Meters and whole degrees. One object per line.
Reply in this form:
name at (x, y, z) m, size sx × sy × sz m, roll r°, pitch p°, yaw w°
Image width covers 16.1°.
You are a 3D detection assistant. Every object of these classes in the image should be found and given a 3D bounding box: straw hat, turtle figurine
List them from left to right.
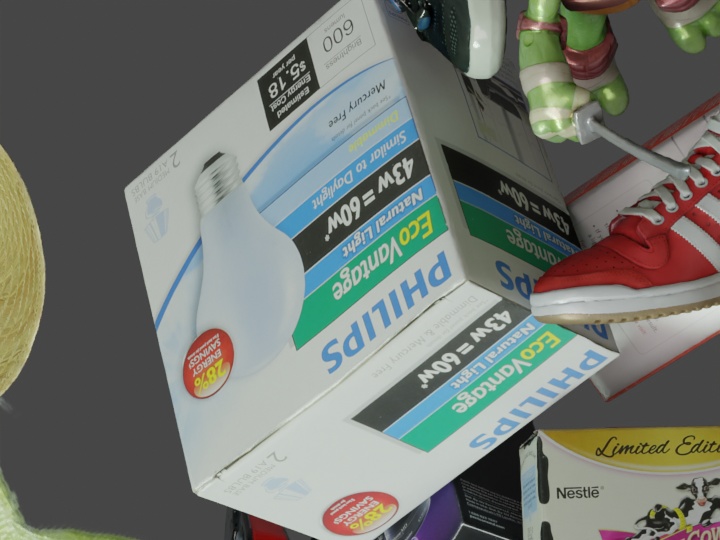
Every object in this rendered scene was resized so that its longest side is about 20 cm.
straw hat at (-0.233, -0.019, 1.463) m, size 0.200 × 0.085 × 0.203 m, roll 6°, pitch 102°, yaw 31°
turtle figurine at (0.143, -0.110, 1.197) m, size 0.199 × 0.194 × 0.145 m, roll 21°, pitch 86°, yaw 11°

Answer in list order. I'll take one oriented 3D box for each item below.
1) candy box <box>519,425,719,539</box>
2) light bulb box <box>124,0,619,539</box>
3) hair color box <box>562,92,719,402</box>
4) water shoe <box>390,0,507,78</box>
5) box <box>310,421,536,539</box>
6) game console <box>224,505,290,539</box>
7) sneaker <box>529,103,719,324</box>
candy box at (0.152, 0.179, 1.251) m, size 0.135 × 0.061 × 0.202 m, roll -1°, pitch 77°, yaw -7°
light bulb box at (0.000, 0.000, 1.303) m, size 0.198 × 0.124 × 0.201 m, roll -39°, pitch 48°, yaw 27°
hair color box at (0.183, -0.029, 1.308) m, size 0.199 × 0.061 × 0.102 m, roll -34°, pitch 93°, yaw 27°
water shoe at (0.007, -0.163, 1.257) m, size 0.072 × 0.078 × 0.201 m, roll 93°, pitch 155°, yaw -52°
box at (0.026, 0.177, 1.382) m, size 0.078 × 0.141 × 0.201 m, roll 22°, pitch 116°, yaw -19°
game console at (-0.067, 0.224, 1.417) m, size 0.031 × 0.177 × 0.202 m, roll 3°, pitch 102°, yaw -12°
sneaker at (0.164, -0.043, 1.202) m, size 0.199 × 0.071 × 0.113 m, roll -14°, pitch 99°, yaw -18°
